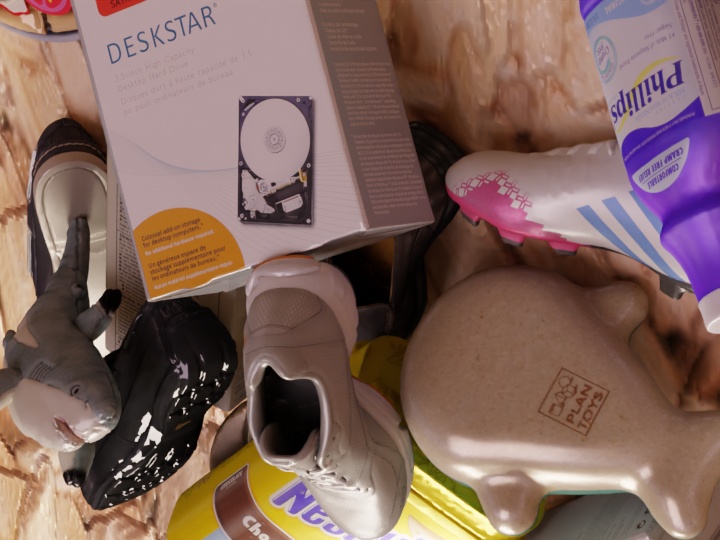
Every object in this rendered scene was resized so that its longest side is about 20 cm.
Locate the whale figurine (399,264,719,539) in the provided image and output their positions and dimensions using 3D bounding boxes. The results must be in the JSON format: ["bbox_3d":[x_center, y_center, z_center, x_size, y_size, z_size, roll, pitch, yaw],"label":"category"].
[{"bbox_3d":[0.121,0.082,1.595,0.200,0.159,0.104,24,170,21],"label":"whale figurine"}]

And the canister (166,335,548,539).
[{"bbox_3d":[-0.005,0.144,1.722,0.148,0.087,0.200,37,131,-18],"label":"canister"}]

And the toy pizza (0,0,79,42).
[{"bbox_3d":[-0.220,-0.226,1.727,0.200,0.032,0.200,22,131,28],"label":"toy pizza"}]

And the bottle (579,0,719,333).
[{"bbox_3d":[0.168,-0.069,1.418,0.084,0.065,0.200,-36,63,53],"label":"bottle"}]

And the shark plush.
[{"bbox_3d":[-0.166,0.046,1.715,0.091,0.200,0.083,40,119,-16],"label":"shark plush"}]

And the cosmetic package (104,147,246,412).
[{"bbox_3d":[-0.096,-0.024,1.736,0.105,0.071,0.200,27,134,23],"label":"cosmetic package"}]

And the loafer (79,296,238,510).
[{"bbox_3d":[-0.132,0.079,1.745,0.070,0.068,0.201,56,143,20],"label":"loafer"}]

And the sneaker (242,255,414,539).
[{"bbox_3d":[-0.027,0.091,1.559,0.076,0.092,0.200,-4,133,21],"label":"sneaker"}]

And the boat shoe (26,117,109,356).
[{"bbox_3d":[-0.182,-0.012,1.846,0.063,0.073,0.200,-108,13,-47],"label":"boat shoe"}]

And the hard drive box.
[{"bbox_3d":[-0.064,-0.099,1.578,0.156,0.077,0.200,-19,84,32],"label":"hard drive box"}]

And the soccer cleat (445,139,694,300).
[{"bbox_3d":[0.140,-0.046,1.531,0.200,0.070,0.086,20,115,26],"label":"soccer cleat"}]

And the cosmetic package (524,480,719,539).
[{"bbox_3d":[0.150,0.192,1.665,0.108,0.085,0.200,50,140,-12],"label":"cosmetic package"}]

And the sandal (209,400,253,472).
[{"bbox_3d":[-0.045,0.145,1.830,0.080,0.054,0.200,-2,135,15],"label":"sandal"}]

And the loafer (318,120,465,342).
[{"bbox_3d":[0.000,0.000,1.670,0.073,0.072,0.200,34,136,16],"label":"loafer"}]
